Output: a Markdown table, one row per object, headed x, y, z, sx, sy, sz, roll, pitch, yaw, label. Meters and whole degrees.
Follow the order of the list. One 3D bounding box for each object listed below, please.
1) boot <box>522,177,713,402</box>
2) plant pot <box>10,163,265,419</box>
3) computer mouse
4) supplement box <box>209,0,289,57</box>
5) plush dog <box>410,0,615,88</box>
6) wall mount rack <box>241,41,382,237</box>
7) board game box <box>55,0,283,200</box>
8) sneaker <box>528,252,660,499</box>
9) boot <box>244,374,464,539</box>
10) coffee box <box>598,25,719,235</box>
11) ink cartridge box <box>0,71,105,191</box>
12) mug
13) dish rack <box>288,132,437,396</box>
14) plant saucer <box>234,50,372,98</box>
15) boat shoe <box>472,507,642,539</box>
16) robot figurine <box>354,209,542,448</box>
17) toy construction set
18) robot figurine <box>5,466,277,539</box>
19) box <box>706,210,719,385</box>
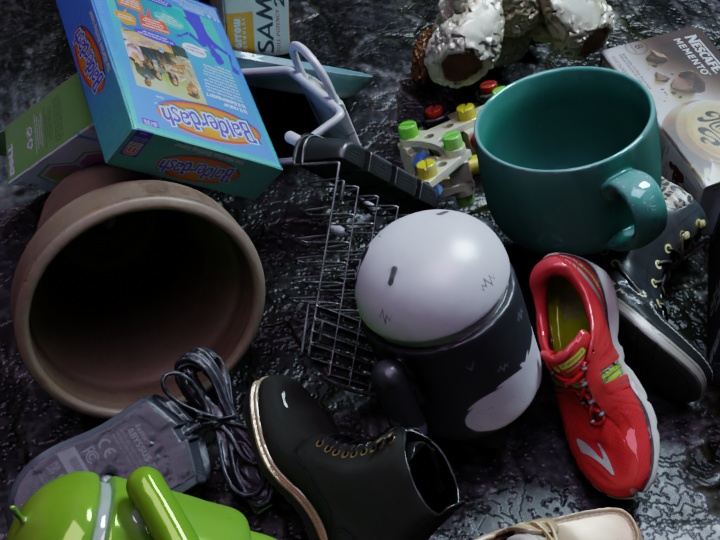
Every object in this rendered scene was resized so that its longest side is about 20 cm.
| x | y | z | sx | sy | sz | roll | pitch | yaw | label |
| --- | --- | --- | --- | --- | --- | --- | --- | --- | --- |
| 0.259 | 0.005 | 0.993 | 0.153 | 0.074 | 0.203 | -34 | 54 | -18 | boot |
| -0.198 | -0.007 | 0.956 | 0.199 | 0.201 | 0.175 | -18 | 36 | -14 | plant pot |
| -0.174 | 0.160 | 0.887 | 0.199 | 0.053 | 0.139 | -25 | 77 | -20 | computer mouse |
| -0.134 | -0.342 | 1.258 | 0.073 | 0.126 | 0.201 | -11 | 52 | -11 | supplement box |
| 0.132 | -0.261 | 1.164 | 0.199 | 0.172 | 0.161 | -15 | 82 | -15 | plush dog |
| -0.059 | -0.121 | 1.046 | 0.074 | 0.200 | 0.174 | -36 | 45 | -11 | wall mount rack |
| -0.161 | -0.160 | 0.954 | 0.152 | 0.045 | 0.201 | 13 | 44 | -44 | board game box |
| 0.171 | 0.082 | 0.897 | 0.077 | 0.085 | 0.201 | -24 | 71 | 28 | sneaker |
| -0.002 | 0.129 | 0.840 | 0.077 | 0.139 | 0.200 | -11 | 55 | -41 | boot |
| 0.322 | -0.137 | 1.111 | 0.112 | 0.080 | 0.201 | -16 | 52 | -11 | coffee box |
| -0.250 | -0.111 | 1.033 | 0.104 | 0.199 | 0.060 | 9 | 66 | -46 | ink cartridge box |
| 0.176 | -0.074 | 0.964 | 0.151 | 0.115 | 0.186 | -5 | 41 | 15 | mug |
| 0.000 | 0.000 | 0.944 | 0.054 | 0.153 | 0.201 | -2 | 74 | 39 | dish rack |
| -0.088 | -0.197 | 1.138 | 0.199 | 0.028 | 0.200 | 9 | 12 | -2 | plant saucer |
| 0.120 | 0.218 | 0.827 | 0.199 | 0.069 | 0.074 | -20 | 53 | -15 | boat shoe |
| 0.068 | 0.048 | 0.881 | 0.124 | 0.201 | 0.151 | -19 | 39 | 5 | robot figurine |
| 0.121 | -0.120 | 1.092 | 0.199 | 0.093 | 0.131 | -12 | 26 | -19 | toy construction set |
| -0.152 | 0.206 | 0.786 | 0.199 | 0.176 | 0.116 | 20 | 38 | -18 | robot figurine |
| 0.327 | -0.024 | 0.940 | 0.043 | 0.201 | 0.161 | 9 | 52 | 8 | box |
